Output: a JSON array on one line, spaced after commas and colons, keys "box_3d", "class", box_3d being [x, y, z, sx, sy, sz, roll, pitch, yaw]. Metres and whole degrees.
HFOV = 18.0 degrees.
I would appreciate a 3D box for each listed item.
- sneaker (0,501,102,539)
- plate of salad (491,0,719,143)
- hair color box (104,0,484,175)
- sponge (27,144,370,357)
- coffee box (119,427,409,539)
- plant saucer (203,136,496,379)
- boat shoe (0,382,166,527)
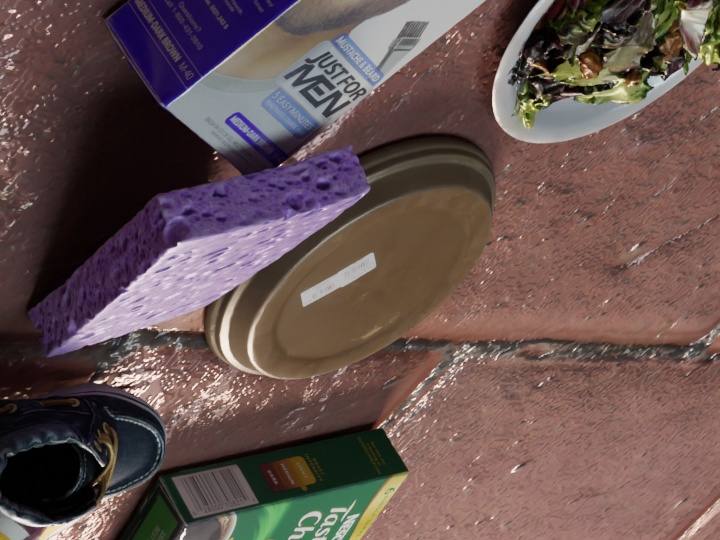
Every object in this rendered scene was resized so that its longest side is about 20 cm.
[{"box_3d": [-0.223, 0.171, 1.294, 0.199, 0.090, 0.075, -19, 150, -28], "class": "sneaker"}, {"box_3d": [0.163, -0.136, 1.284, 0.199, 0.048, 0.200, -28, 154, -15], "class": "plate of salad"}, {"box_3d": [-0.007, -0.138, 1.061, 0.200, 0.065, 0.109, -40, 154, 6], "class": "hair color box"}, {"box_3d": [-0.085, -0.008, 1.143, 0.111, 0.030, 0.200, -18, 171, -30], "class": "sponge"}, {"box_3d": [-0.072, 0.172, 1.528, 0.199, 0.044, 0.123, -8, 143, -43], "class": "coffee box"}, {"box_3d": [0.000, 0.000, 1.343, 0.199, 0.030, 0.201, -27, 153, -15], "class": "plant saucer"}, {"box_3d": [-0.158, 0.106, 1.238, 0.200, 0.090, 0.071, 5, 101, -52], "class": "boat shoe"}]
